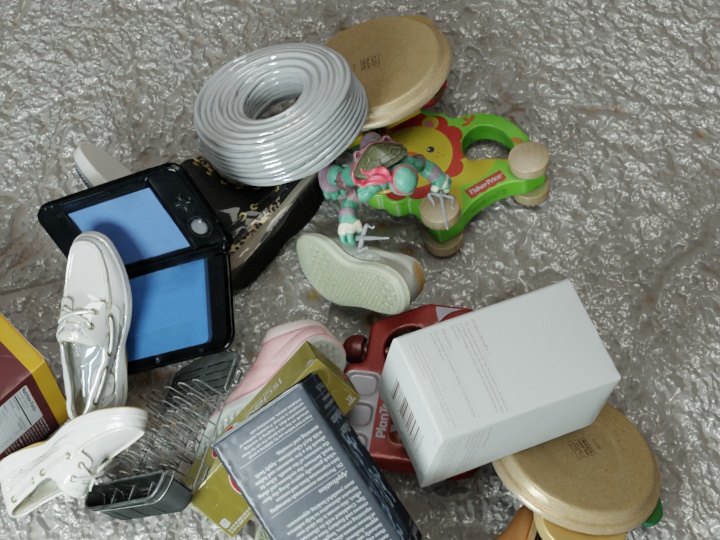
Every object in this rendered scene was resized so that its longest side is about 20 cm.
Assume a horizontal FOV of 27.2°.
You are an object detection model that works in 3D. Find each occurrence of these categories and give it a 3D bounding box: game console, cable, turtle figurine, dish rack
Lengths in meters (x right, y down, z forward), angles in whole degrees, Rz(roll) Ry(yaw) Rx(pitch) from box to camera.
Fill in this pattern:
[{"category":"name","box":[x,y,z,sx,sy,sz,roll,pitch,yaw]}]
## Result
[{"category":"game console","box":[-0.244,0.004,1.599,0.198,0.177,0.117,-15,37,26]},{"category":"cable","box":[-0.093,-0.184,1.708,0.199,0.070,0.200,-34,43,-11]},{"category":"turtle figurine","box":[0.029,-0.098,1.639,0.148,0.102,0.200,-17,22,-17]},{"category":"dish rack","box":[-0.201,0.167,1.565,0.054,0.152,0.202,36,58,-28]}]

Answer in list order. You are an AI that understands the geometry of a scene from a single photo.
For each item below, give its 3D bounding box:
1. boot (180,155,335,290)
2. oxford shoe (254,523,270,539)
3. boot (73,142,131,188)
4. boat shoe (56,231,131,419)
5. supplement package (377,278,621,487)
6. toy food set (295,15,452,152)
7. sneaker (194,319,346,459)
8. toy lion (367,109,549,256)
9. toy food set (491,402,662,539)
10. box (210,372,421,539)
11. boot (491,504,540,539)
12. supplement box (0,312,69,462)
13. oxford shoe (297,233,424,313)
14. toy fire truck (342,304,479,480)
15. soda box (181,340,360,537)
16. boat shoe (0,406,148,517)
[{"category":"boot","box":[-0.137,-0.089,1.746,0.150,0.073,0.201,33,72,20]},{"category":"oxford shoe","box":[-0.055,0.238,1.561,0.074,0.058,0.201,24,50,10]},{"category":"boot","box":[-0.282,-0.052,1.713,0.200,0.072,0.091,48,111,23]},{"category":"boat shoe","box":[-0.287,0.062,1.573,0.070,0.069,0.203,0,98,26]},{"category":"supplement package","box":[0.133,0.110,1.457,0.198,0.118,0.118,-17,64,-18]},{"category":"toy food set","box":[0.017,-0.234,1.805,0.196,0.049,0.201,-27,45,-2]},{"category":"sneaker","box":[-0.101,0.132,1.622,0.200,0.075,0.105,-43,23,5]},{"category":"toy lion","box":[0.099,-0.125,1.762,0.198,0.069,0.192,-29,55,-12]},{"category":"toy food set","box":[0.222,0.199,1.535,0.197,0.049,0.200,-25,57,-41]},{"category":"box","box":[-0.038,0.213,1.423,0.106,0.148,0.201,-33,89,3]},{"category":"boot","box":[0.091,0.297,1.510,0.153,0.074,0.201,21,60,20]},{"category":"supplement box","box":[-0.455,0.130,1.600,0.200,0.133,0.197,-41,65,-19]},{"category":"oxford shoe","box":[0.000,0.000,1.651,0.057,0.076,0.199,-28,29,-31]},{"category":"toy fire truck","box":[0.056,0.124,1.585,0.165,0.113,0.202,6,59,7]},{"category":"soda box","box":[-0.094,0.173,1.541,0.068,0.064,0.200,41,93,-19]},{"category":"boat shoe","box":[-0.296,0.203,1.554,0.199,0.071,0.070,-30,58,27]}]
